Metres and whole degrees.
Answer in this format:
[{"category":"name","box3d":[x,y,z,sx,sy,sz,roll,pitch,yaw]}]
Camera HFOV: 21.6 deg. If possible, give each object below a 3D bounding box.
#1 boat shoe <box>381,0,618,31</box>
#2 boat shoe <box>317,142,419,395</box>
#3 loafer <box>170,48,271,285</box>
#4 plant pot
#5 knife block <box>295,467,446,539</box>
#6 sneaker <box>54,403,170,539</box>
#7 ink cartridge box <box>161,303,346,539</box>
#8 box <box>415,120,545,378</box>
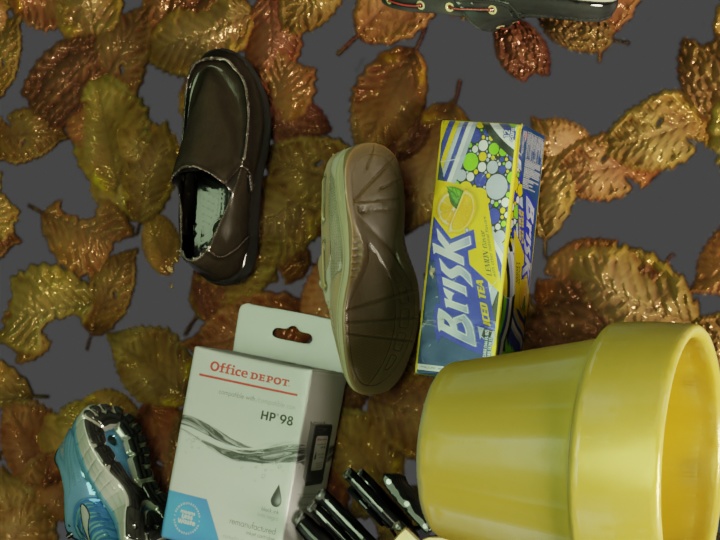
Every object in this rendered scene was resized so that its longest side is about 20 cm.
[{"category":"boat shoe","box3d":[0.109,-0.225,1.491,0.200,0.074,0.063,12,126,16]},{"category":"boat shoe","box3d":[0.000,0.000,1.520,0.065,0.072,0.201,-9,84,61]},{"category":"loafer","box3d":[-0.120,-0.090,1.577,0.073,0.071,0.201,-6,82,25]},{"category":"plant pot","box3d":[0.149,0.133,1.351,0.188,0.201,0.202,3,86,23]},{"category":"knife block","box3d":[0.031,0.252,1.454,0.175,0.064,0.201,-3,84,13]},{"category":"sneaker","box3d":[-0.203,0.217,1.597,0.090,0.078,0.201,-38,66,37]},{"category":"ink cartridge box","box3d":[-0.084,0.130,1.539,0.115,0.067,0.201,9,89,27]},{"category":"box","box3d":[0.094,-0.013,1.472,0.070,0.064,0.201,5,86,25]}]
